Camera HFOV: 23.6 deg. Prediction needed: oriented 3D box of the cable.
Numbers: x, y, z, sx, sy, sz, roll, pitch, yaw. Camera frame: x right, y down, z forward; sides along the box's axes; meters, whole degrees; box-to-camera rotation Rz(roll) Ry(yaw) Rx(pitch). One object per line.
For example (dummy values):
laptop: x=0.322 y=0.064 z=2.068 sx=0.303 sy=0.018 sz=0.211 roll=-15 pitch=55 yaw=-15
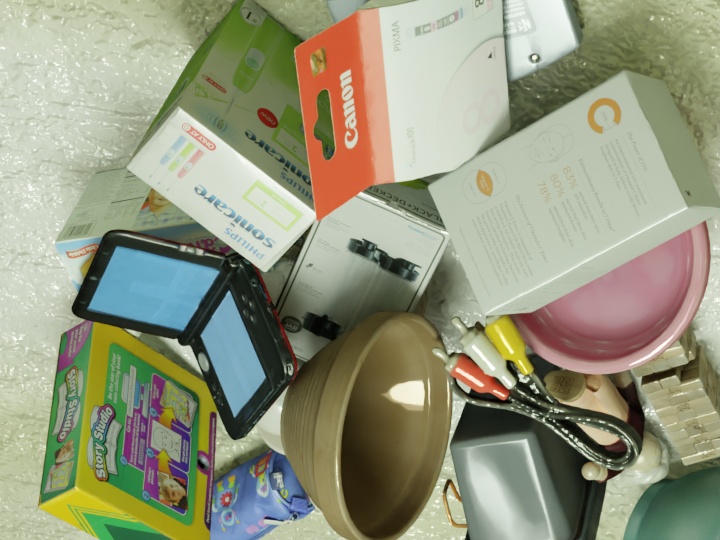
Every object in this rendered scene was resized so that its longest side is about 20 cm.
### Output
cable: x=0.147 y=0.116 z=1.497 sx=0.200 sy=0.050 sz=0.097 roll=44 pitch=117 yaw=6

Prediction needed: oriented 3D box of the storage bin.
storage bin: x=0.142 y=0.177 z=1.621 sx=0.145 sy=0.200 sz=0.135 roll=-10 pitch=111 yaw=19

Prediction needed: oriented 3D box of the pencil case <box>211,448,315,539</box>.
pencil case: x=-0.126 y=0.255 z=1.808 sx=0.078 sy=0.087 sz=0.200 roll=27 pitch=133 yaw=-37

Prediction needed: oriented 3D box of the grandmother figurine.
grandmother figurine: x=0.236 y=0.144 z=1.616 sx=0.060 sy=0.122 sz=0.200 roll=13 pitch=158 yaw=42

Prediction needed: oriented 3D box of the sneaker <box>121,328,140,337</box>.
sneaker: x=-0.173 y=0.013 z=1.660 sx=0.199 sy=0.075 sz=0.081 roll=-15 pitch=128 yaw=33

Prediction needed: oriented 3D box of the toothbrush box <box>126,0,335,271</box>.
toothbrush box: x=-0.090 y=-0.119 z=1.455 sx=0.145 sy=0.200 sz=0.086 roll=38 pitch=126 yaw=-12

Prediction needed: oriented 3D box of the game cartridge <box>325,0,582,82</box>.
game cartridge: x=0.079 y=-0.213 z=1.446 sx=0.199 sy=0.041 sz=0.134 roll=-10 pitch=118 yaw=21

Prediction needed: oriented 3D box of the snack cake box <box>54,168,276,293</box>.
snack cake box: x=-0.166 y=-0.046 z=1.582 sx=0.199 sy=0.115 sz=0.067 roll=-8 pitch=124 yaw=20

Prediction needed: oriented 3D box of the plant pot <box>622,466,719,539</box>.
plant pot: x=0.333 y=0.274 z=1.649 sx=0.134 sy=0.200 sz=0.201 roll=13 pitch=133 yaw=39

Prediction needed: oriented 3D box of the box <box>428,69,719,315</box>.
box: x=0.178 y=-0.061 z=1.431 sx=0.199 sy=0.097 sz=0.125 roll=-29 pitch=76 yaw=27

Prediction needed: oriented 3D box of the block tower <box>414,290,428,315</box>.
block tower: x=0.022 y=-0.039 z=1.575 sx=0.057 sy=0.054 sz=0.201 roll=-1 pitch=125 yaw=14

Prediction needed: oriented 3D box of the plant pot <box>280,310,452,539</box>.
plant pot: x=-0.005 y=0.130 z=1.497 sx=0.092 sy=0.201 sz=0.202 roll=9 pitch=129 yaw=31

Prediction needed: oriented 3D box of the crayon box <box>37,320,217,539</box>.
crayon box: x=-0.220 y=0.170 z=1.671 sx=0.058 sy=0.201 sz=0.172 roll=-30 pitch=132 yaw=31

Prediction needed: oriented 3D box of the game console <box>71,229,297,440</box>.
game console: x=-0.159 y=0.062 z=1.526 sx=0.173 sy=0.118 sz=0.200 roll=66 pitch=155 yaw=14

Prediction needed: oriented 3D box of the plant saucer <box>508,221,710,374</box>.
plant saucer: x=0.211 y=-0.012 z=1.497 sx=0.200 sy=0.051 sz=0.202 roll=0 pitch=91 yaw=30

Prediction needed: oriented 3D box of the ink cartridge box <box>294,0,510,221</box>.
ink cartridge box: x=0.040 y=-0.143 z=1.367 sx=0.057 sy=0.200 sz=0.163 roll=20 pitch=133 yaw=33

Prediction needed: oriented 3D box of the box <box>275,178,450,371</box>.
box: x=0.000 y=0.000 z=1.537 sx=0.116 sy=0.060 sz=0.201 roll=23 pitch=128 yaw=-2

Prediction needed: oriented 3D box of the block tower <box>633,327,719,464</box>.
block tower: x=0.283 y=0.083 z=1.584 sx=0.054 sy=0.058 sz=0.201 roll=-19 pitch=117 yaw=25

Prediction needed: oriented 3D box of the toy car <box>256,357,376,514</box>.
toy car: x=-0.014 y=0.140 z=1.656 sx=0.200 sy=0.150 sz=0.175 roll=51 pitch=172 yaw=13
